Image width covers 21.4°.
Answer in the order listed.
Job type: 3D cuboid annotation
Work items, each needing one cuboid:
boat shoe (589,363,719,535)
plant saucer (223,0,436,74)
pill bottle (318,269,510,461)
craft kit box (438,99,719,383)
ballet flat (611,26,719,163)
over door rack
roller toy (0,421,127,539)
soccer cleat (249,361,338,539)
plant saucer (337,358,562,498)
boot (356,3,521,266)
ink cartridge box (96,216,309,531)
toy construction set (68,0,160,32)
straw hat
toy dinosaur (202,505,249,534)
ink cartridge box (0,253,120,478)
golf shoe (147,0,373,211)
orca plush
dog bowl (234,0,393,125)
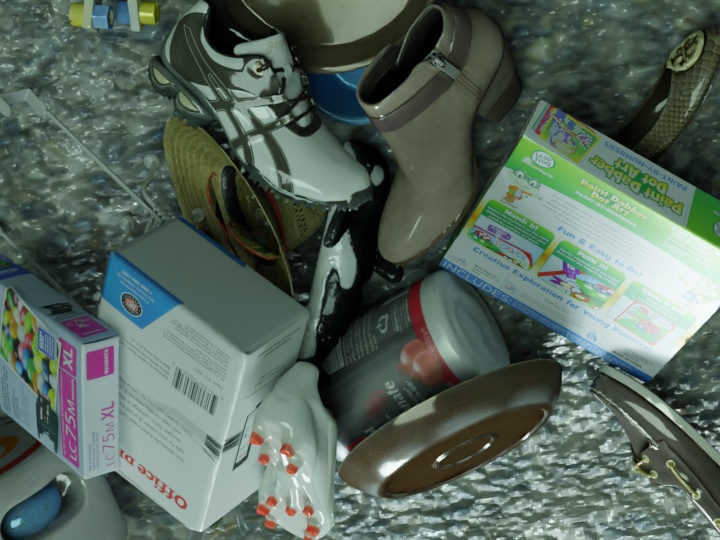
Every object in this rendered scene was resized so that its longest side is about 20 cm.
[{"bbox_3d":[0.258,0.155,1.549,0.200,0.072,0.060,40,91,-10],"label":"boat shoe"},{"bbox_3d":[-0.031,-0.247,1.426,0.199,0.029,0.201,5,114,11],"label":"plant saucer"},{"bbox_3d":[0.014,0.091,1.566,0.199,0.111,0.111,-30,103,23],"label":"pill bottle"},{"bbox_3d":[0.181,-0.017,1.465,0.199,0.049,0.198,30,149,-2],"label":"craft kit box"},{"bbox_3d":[0.213,-0.108,1.460,0.046,0.067,0.200,28,123,-7],"label":"ballet flat"},{"bbox_3d":[-0.230,-0.046,1.592,0.200,0.067,0.148,35,124,13],"label":"over door rack"},{"bbox_3d":[-0.306,0.213,1.658,0.182,0.200,0.140,-21,106,10],"label":"roller toy"},{"bbox_3d":[-0.045,0.150,1.513,0.069,0.078,0.200,21,149,16],"label":"soccer cleat"},{"bbox_3d":[0.078,0.133,1.525,0.200,0.200,0.032,-36,69,24],"label":"plant saucer"},{"bbox_3d":[0.042,-0.108,1.443,0.070,0.146,0.201,34,95,34],"label":"boot"},{"bbox_3d":[-0.137,0.084,1.513,0.146,0.084,0.201,35,132,21],"label":"ink cartridge box"},{"bbox_3d":[-0.171,-0.286,1.441,0.092,0.131,0.201,18,115,5],"label":"toy construction set"},{"bbox_3d":[-0.074,-0.053,1.534,0.085,0.201,0.202,-29,107,-20],"label":"straw hat"},{"bbox_3d":[-0.128,0.122,1.646,0.102,0.077,0.201,11,110,-4],"label":"toy dinosaur"},{"bbox_3d":[-0.259,0.074,1.547,0.200,0.042,0.120,31,126,48],"label":"ink cartridge box"},{"bbox_3d":[-0.066,-0.124,1.423,0.200,0.078,0.095,36,124,6],"label":"golf shoe"},{"bbox_3d":[0.000,0.000,1.521,0.071,0.201,0.105,13,158,-2],"label":"orca plush"},{"bbox_3d":[-0.027,-0.199,1.488,0.111,0.050,0.200,-32,102,23],"label":"dog bowl"}]
